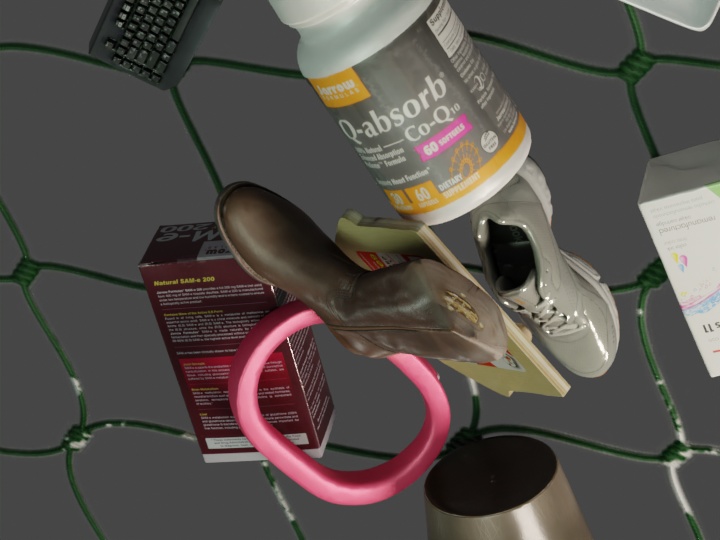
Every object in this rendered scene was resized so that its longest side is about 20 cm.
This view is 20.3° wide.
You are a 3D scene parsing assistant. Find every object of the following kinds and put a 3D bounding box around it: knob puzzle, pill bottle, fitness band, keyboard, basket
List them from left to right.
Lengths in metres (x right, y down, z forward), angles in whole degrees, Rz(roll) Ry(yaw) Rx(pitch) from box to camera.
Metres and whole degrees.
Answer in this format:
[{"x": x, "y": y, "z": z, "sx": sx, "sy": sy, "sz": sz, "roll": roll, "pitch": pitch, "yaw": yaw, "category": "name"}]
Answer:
[{"x": -0.155, "y": -0.231, "z": 1.464, "sx": 0.126, "sy": 0.021, "sz": 0.201, "roll": 28, "pitch": 126, "yaw": -5, "category": "keyboard"}, {"x": -0.017, "y": 0.104, "z": 1.597, "sx": 0.144, "sy": 0.037, "sz": 0.200, "roll": -43, "pitch": 122, "yaw": 7, "category": "fitness band"}, {"x": 0.026, "y": -0.140, "z": 1.415, "sx": 0.116, "sy": 0.117, "sz": 0.201, "roll": -24, "pitch": 115, "yaw": 28, "category": "pill bottle"}, {"x": 0.057, "y": 0.019, "z": 1.513, "sx": 0.219, "sy": 0.031, "sz": 0.220, "roll": 36, "pitch": 163, "yaw": 13, "category": "knob puzzle"}, {"x": 0.130, "y": 0.249, "z": 1.650, "sx": 0.179, "sy": 0.136, "sz": 0.201, "roll": -8, "pitch": 118, "yaw": 15, "category": "basket"}]

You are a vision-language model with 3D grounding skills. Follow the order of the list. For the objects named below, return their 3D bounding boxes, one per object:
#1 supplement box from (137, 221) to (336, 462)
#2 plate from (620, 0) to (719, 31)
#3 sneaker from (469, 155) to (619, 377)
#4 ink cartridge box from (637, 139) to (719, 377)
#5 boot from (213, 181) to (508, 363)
[{"x": -0.097, "y": 0.058, "z": 1.621, "sx": 0.108, "sy": 0.061, "sz": 0.201, "roll": -4, "pitch": 124, "yaw": 17, "category": "supplement box"}, {"x": 0.176, "y": -0.280, "z": 1.329, "sx": 0.198, "sy": 0.032, "sz": 0.201, "roll": 21, "pitch": 128, "yaw": 1, "category": "plate"}, {"x": 0.130, "y": 0.014, "z": 1.507, "sx": 0.075, "sy": 0.092, "sz": 0.201, "roll": -21, "pitch": 117, "yaw": 26, "category": "sneaker"}, {"x": 0.293, "y": 0.003, "z": 1.469, "sx": 0.116, "sy": 0.068, "sz": 0.201, "roll": -15, "pitch": 118, "yaw": 24, "category": "ink cartridge box"}, {"x": 0.000, "y": 0.000, "z": 1.432, "sx": 0.186, "sy": 0.064, "sz": 0.200, "roll": 40, "pitch": 165, "yaw": -21, "category": "boot"}]
